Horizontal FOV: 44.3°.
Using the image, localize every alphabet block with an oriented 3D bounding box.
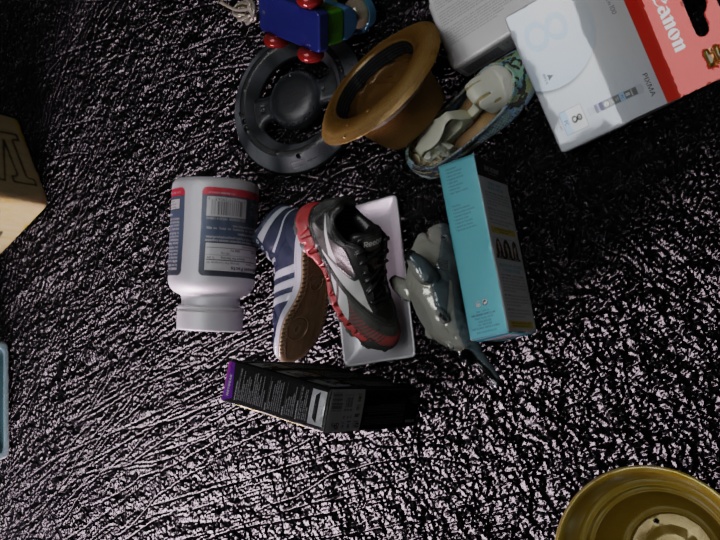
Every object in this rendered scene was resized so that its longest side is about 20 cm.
[{"bbox_3d":[-0.681,-0.147,1.478,0.195,0.199,0.198,-36,68,26],"label":"alphabet block"}]

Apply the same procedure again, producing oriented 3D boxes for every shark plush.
[{"bbox_3d":[0.113,0.039,1.020,0.201,0.083,0.091,58,157,26],"label":"shark plush"}]

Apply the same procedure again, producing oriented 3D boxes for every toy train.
[{"bbox_3d":[-0.082,-0.345,1.160,0.199,0.115,0.085,31,133,38],"label":"toy train"}]

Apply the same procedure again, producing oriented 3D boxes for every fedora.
[{"bbox_3d":[0.040,-0.204,1.056,0.200,0.082,0.201,-37,29,24],"label":"fedora"}]

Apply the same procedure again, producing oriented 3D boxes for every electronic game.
[{"bbox_3d":[-0.084,-0.228,1.187,0.198,0.042,0.202,-5,79,26],"label":"electronic game"}]

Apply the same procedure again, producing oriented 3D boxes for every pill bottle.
[{"bbox_3d":[-0.201,-0.020,1.201,0.119,0.119,0.202,1,87,33],"label":"pill bottle"}]

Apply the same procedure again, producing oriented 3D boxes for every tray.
[{"bbox_3d":[0.017,0.015,1.114,0.107,0.022,0.202,-12,79,31],"label":"tray"}]

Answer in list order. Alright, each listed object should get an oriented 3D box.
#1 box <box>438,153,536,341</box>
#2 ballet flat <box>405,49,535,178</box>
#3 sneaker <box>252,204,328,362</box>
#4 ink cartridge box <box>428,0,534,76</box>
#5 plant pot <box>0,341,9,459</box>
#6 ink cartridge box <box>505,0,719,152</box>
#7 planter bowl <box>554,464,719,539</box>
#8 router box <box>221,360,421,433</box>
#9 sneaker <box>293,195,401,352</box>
[{"bbox_3d":[0.143,-0.023,0.999,0.049,0.082,0.202,-16,77,31],"label":"box"},{"bbox_3d":[0.129,-0.182,1.031,0.200,0.074,0.074,-46,64,21],"label":"ballet flat"},{"bbox_3d":[-0.096,0.012,1.162,0.108,0.070,0.202,27,110,43],"label":"sneaker"},{"bbox_3d":[0.168,-0.355,1.032,0.199,0.045,0.178,-27,73,28],"label":"ink cartridge box"},{"bbox_3d":[-0.732,0.226,1.493,0.199,0.195,0.198,-10,81,42],"label":"plant pot"},{"bbox_3d":[0.273,-0.239,0.931,0.199,0.047,0.161,-24,89,31],"label":"ink cartridge box"},{"bbox_3d":[0.298,0.290,0.871,0.199,0.083,0.203,-4,83,33],"label":"planter bowl"},{"bbox_3d":[-0.040,0.145,1.035,0.148,0.199,0.052,11,89,34],"label":"router box"},{"bbox_3d":[0.000,0.000,1.042,0.098,0.071,0.202,-27,91,45],"label":"sneaker"}]
